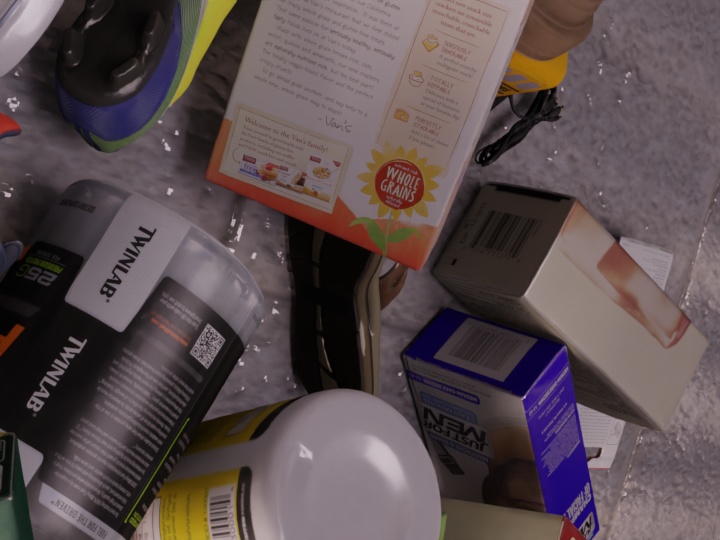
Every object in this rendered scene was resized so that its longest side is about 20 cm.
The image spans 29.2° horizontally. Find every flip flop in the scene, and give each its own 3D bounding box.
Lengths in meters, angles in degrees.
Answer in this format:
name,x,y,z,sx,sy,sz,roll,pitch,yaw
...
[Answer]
name,x,y,z,sx,sy,sz,roll,pitch,yaw
flip flop,0.000,0.000,0.873,0.057,0.081,0.201,-24,126,-40

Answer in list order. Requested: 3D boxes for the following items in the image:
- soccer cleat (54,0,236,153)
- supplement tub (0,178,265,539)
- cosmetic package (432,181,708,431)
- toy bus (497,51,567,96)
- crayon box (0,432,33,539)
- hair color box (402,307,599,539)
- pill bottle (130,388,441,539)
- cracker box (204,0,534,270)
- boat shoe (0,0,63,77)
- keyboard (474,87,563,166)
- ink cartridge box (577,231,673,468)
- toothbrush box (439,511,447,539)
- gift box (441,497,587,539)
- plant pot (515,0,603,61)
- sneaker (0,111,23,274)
name,x,y,z,sx,sy,sz,roll,pitch,yaw
soccer cleat,-0.094,-0.147,0.725,0.201,0.065,0.084,-58,171,-26
supplement tub,-0.144,0.067,0.679,0.201,0.122,0.123,-59,142,-18
cosmetic package,0.161,0.028,1.036,0.200,0.103,0.087,42,74,-37
toy bus,0.050,-0.164,0.862,0.200,0.078,0.065,15,76,-54
crayon box,-0.231,0.166,0.571,0.199,0.058,0.173,-7,114,-10
hair color box,0.109,0.133,1.045,0.065,0.109,0.201,-45,135,-31
pill bottle,-0.062,0.133,0.731,0.114,0.200,0.115,13,70,-38
cracker box,0.011,-0.118,0.749,0.058,0.133,0.201,-56,168,-66
boat shoe,-0.157,-0.185,0.613,0.065,0.073,0.201,27,73,-48
keyboard,0.100,-0.141,0.997,0.200,0.021,0.128,-40,126,-35
ink cartridge box,0.201,0.068,1.187,0.109,0.050,0.201,11,96,-53
toothbrush box,-0.042,0.225,0.855,0.086,0.145,0.201,-6,109,-52
gift box,0.075,0.253,0.989,0.185,0.186,0.201,55,47,-46
plant pot,0.103,-0.235,0.819,0.201,0.092,0.202,37,39,-38
sneaker,-0.200,0.013,0.623,0.084,0.075,0.201,12,94,-49
